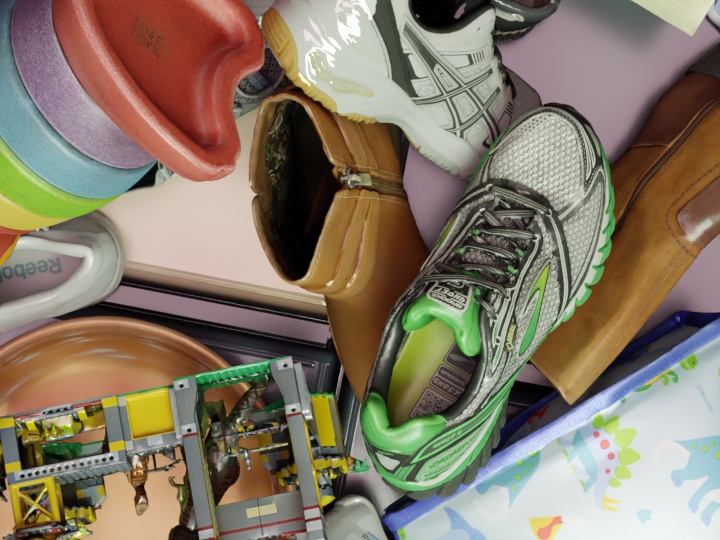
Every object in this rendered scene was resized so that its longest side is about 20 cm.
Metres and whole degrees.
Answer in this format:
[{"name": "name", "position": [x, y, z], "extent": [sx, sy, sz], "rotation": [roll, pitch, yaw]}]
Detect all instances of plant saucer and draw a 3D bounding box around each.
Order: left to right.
[{"name": "plant saucer", "position": [-0.132, 0.123, 1.347], "extent": [0.199, 0.037, 0.201], "rotation": [0, 93, 1]}]

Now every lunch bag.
[{"name": "lunch bag", "position": [0.135, 0.140, 1.302], "extent": [0.200, 0.127, 0.170], "rotation": [-33, 92, -8]}]

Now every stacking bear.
[{"name": "stacking bear", "position": [-0.157, -0.064, 1.227], "extent": [0.200, 0.122, 0.114], "rotation": [-32, 120, 33]}]

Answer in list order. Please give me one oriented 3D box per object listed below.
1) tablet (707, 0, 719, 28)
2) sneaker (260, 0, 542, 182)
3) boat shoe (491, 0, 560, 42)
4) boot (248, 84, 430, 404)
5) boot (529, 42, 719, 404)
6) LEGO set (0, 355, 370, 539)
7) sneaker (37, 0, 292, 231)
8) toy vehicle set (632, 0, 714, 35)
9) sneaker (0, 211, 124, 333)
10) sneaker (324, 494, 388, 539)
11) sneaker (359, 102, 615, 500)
[{"name": "tablet", "position": [0.290, -0.114, 1.347], "extent": [0.200, 0.014, 0.130], "rotation": [44, 92, -1]}, {"name": "sneaker", "position": [0.044, -0.104, 1.262], "extent": [0.088, 0.200, 0.076], "rotation": [-44, 58, 20]}, {"name": "boat shoe", "position": [0.019, -0.189, 1.294], "extent": [0.200, 0.060, 0.074], "rotation": [44, 67, -16]}, {"name": "boot", "position": [0.000, 0.000, 1.277], "extent": [0.076, 0.155, 0.201], "rotation": [-7, 92, 14]}, {"name": "boot", "position": [0.161, -0.017, 1.258], "extent": [0.200, 0.188, 0.069], "rotation": [-44, 130, -5]}, {"name": "LEGO set", "position": [-0.087, 0.123, 1.253], "extent": [0.199, 0.154, 0.116], "rotation": [-9, 75, -7]}, {"name": "sneaker", "position": [-0.087, -0.079, 1.298], "extent": [0.200, 0.082, 0.075], "rotation": [-29, 135, 18]}, {"name": "toy vehicle set", "position": [0.094, -0.200, 1.290], "extent": [0.200, 0.124, 0.027], "rotation": [32, 120, -1]}, {"name": "sneaker", "position": [-0.220, 0.015, 1.317], "extent": [0.199, 0.088, 0.075], "rotation": [-21, 94, 1]}, {"name": "sneaker", "position": [0.043, 0.194, 1.336], "extent": [0.200, 0.075, 0.087], "rotation": [48, 57, -14]}, {"name": "sneaker", "position": [0.062, 0.011, 1.229], "extent": [0.078, 0.085, 0.201], "rotation": [21, 79, 15]}]
